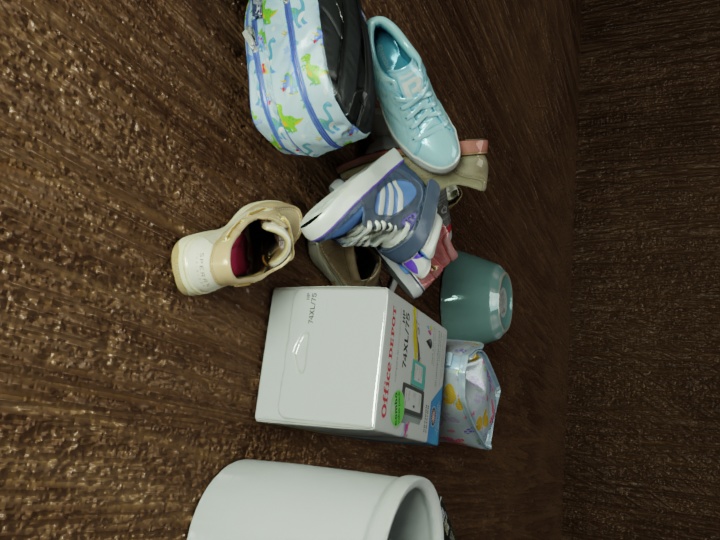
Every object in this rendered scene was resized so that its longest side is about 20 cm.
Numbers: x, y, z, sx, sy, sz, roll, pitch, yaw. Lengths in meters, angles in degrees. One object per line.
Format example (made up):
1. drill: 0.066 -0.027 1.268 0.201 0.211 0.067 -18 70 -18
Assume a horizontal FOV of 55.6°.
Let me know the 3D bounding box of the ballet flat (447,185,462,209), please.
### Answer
1. ballet flat: 0.124 -0.123 1.132 0.199 0.072 0.069 -11 75 -64

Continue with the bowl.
1. bowl: 0.235 0.061 1.338 0.200 0.104 0.204 3 87 -63

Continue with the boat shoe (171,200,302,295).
1. boat shoe: -0.099 -0.024 0.673 0.200 0.068 0.075 -41 125 -59

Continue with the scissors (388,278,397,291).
1. scissors: 0.067 -0.005 1.087 0.073 0.014 0.202 56 40 -52

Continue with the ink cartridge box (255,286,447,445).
1. ink cartridge box: -0.002 0.115 0.788 0.200 0.144 0.149 34 59 -59

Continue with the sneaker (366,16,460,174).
1. sneaker: 0.054 -0.204 0.800 0.201 0.074 0.082 56 1 0

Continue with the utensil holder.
1. utensil holder: -0.040 0.272 0.646 0.169 0.198 0.173 -1 90 -64

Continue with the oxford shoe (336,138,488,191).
1. oxford shoe: 0.067 -0.122 0.876 0.070 0.197 0.076 -44 128 -74

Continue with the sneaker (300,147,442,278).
1. sneaker: 0.031 -0.043 0.780 0.147 0.080 0.200 55 40 -10

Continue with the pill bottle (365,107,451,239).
1. pill bottle: 0.066 -0.131 0.975 0.111 0.109 0.203 -43 128 -57

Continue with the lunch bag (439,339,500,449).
1. lunch bag: 0.100 0.160 0.975 0.200 0.168 0.128 55 43 -49

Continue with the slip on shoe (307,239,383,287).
1. slip on shoe: 0.000 0.000 0.892 0.200 0.060 0.077 55 42 -50

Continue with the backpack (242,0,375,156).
1. backpack: -0.049 -0.219 0.715 0.202 0.152 0.163 68 11 22

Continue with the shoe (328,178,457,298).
1. shoe: 0.047 -0.062 0.898 0.091 0.071 0.201 -41 114 -5

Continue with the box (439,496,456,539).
1. box: 0.086 0.464 1.038 0.165 0.085 0.202 -64 144 -43
